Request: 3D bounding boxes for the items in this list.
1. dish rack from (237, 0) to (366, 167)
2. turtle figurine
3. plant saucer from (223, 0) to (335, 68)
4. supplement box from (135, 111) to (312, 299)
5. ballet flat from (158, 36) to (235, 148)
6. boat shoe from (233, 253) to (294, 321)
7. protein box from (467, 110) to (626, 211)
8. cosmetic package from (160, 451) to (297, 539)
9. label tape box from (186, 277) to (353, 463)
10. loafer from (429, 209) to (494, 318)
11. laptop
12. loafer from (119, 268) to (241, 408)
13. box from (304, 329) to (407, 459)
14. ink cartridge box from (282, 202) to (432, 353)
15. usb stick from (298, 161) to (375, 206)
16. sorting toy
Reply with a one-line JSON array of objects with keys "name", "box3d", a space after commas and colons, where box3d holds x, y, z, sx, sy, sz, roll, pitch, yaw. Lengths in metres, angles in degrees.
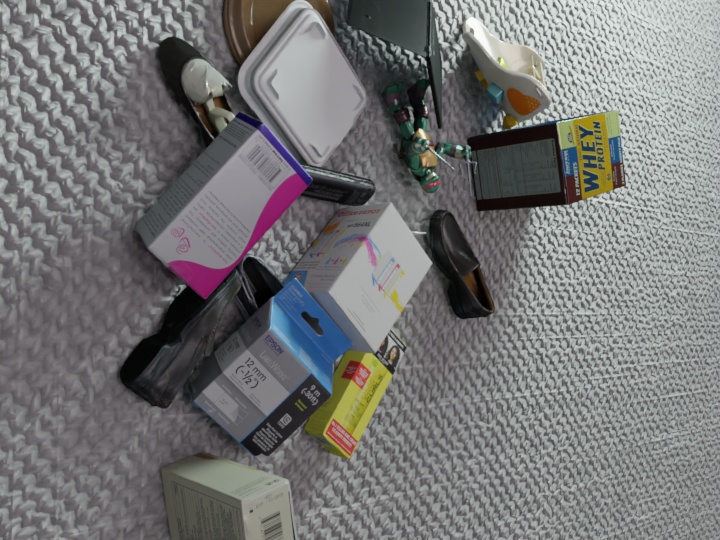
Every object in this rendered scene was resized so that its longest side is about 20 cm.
[{"name": "dish rack", "box3d": [-0.070, -0.257, 1.100, 0.173, 0.043, 0.201, -56, 135, -19]}, {"name": "turtle figurine", "box3d": [0.105, -0.204, 1.251, 0.149, 0.099, 0.205, -16, 84, -58]}, {"name": "plant saucer", "box3d": [-0.107, -0.352, 1.108, 0.197, 0.029, 0.206, 0, 90, -43]}, {"name": "supplement box", "box3d": [-0.172, -0.083, 0.960, 0.201, 0.103, 0.101, -48, 122, -6]}, {"name": "ballet flat", "box3d": [-0.190, -0.215, 1.008, 0.068, 0.068, 0.203, -42, 116, -32]}, {"name": "boat shoe", "box3d": [-0.119, 0.056, 1.072, 0.072, 0.067, 0.202, -46, 118, -31]}, {"name": "protein box", "box3d": [0.335, -0.196, 1.388, 0.196, 0.197, 0.139, -17, 101, -39]}, {"name": "cosmetic package", "box3d": [-0.164, 0.297, 0.946, 0.070, 0.197, 0.108, -13, 99, -40]}, {"name": "label tape box", "box3d": [-0.111, 0.134, 1.031, 0.199, 0.066, 0.144, -42, 119, -2]}, {"name": "loafer", "box3d": [0.178, -0.012, 1.323, 0.072, 0.071, 0.204, -38, 114, -33]}, {"name": "laptop", "box3d": [0.060, -0.353, 1.207, 0.203, 0.113, 0.190, 73, 17, -44]}, {"name": "loafer", "box3d": [-0.217, 0.083, 0.988, 0.201, 0.072, 0.073, -50, 127, -17]}, {"name": "box", "box3d": [-0.005, 0.179, 1.185, 0.075, 0.049, 0.202, 47, 61, -31]}, {"name": "ink cartridge box", "box3d": [0.000, 0.000, 1.139, 0.126, 0.127, 0.202, 51, 58, -28]}, {"name": "usb stick", "box3d": [-0.061, -0.129, 1.135, 0.197, 0.055, 0.033, 8, 49, -41]}, {"name": "sorting toy", "box3d": [0.244, -0.366, 1.369, 0.180, 0.106, 0.201, 45, 28, -16]}]
